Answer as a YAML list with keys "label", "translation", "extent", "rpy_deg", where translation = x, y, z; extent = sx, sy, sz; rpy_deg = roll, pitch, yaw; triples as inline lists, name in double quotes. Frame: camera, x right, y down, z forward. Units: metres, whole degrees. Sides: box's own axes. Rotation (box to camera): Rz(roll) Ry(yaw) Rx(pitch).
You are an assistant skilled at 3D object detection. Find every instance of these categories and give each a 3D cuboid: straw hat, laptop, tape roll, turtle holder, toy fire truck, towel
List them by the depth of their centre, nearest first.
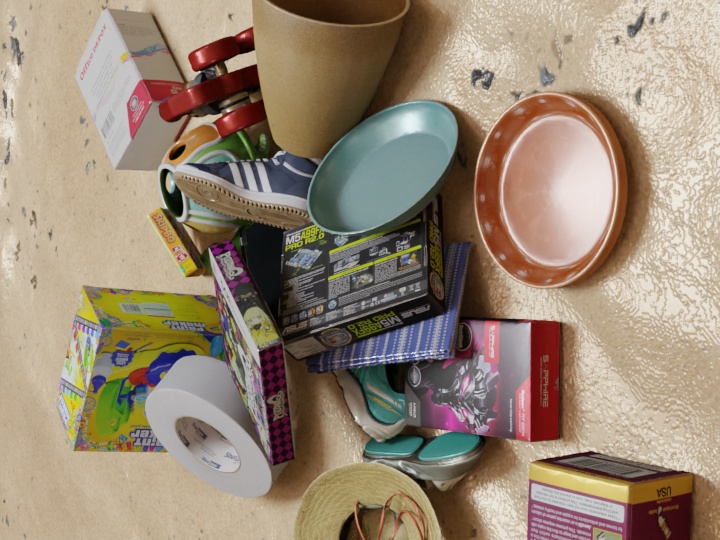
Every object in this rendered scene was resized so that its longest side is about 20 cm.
- label: "towel"
  translation: [0.031, 0.044, 1.439]
  extent: [0.198, 0.024, 0.146]
  rpy_deg: [-9, 56, 33]
- label: "straw hat"
  translation: [0.026, 0.313, 1.485]
  extent: [0.199, 0.085, 0.204]
  rpy_deg: [0, 91, 30]
- label: "laptop"
  translation: [-0.089, 0.027, 1.638]
  extent: [0.202, 0.114, 0.189]
  rpy_deg: [90, 171, -46]
- label: "toy fire truck"
  translation: [-0.175, -0.232, 1.641]
  extent: [0.167, 0.199, 0.113]
  rpy_deg: [-17, 100, 46]
- label: "tape roll"
  translation: [-0.183, 0.206, 1.672]
  extent: [0.198, 0.066, 0.202]
  rpy_deg: [23, 142, 19]
- label: "turtle holder"
  translation: [-0.200, -0.105, 1.708]
  extent: [0.141, 0.131, 0.187]
  rpy_deg: [41, 137, 33]

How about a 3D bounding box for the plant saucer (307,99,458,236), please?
- label: "plant saucer"
  translation: [0.031, -0.108, 1.446]
  extent: [0.198, 0.036, 0.202]
  rpy_deg: [-24, 39, 21]

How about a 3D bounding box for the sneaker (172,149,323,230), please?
- label: "sneaker"
  translation: [-0.130, -0.123, 1.610]
  extent: [0.070, 0.197, 0.110]
  rpy_deg: [88, -159, -63]

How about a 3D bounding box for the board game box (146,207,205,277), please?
- label: "board game box"
  translation: [-0.249, -0.037, 1.761]
  extent: [0.096, 0.030, 0.200]
  rpy_deg: [58, 176, -1]

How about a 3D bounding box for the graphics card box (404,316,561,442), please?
- label: "graphics card box"
  translation: [0.129, 0.114, 1.389]
  extent: [0.199, 0.050, 0.127]
  rpy_deg: [1, 91, 51]

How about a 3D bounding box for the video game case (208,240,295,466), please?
- label: "video game case"
  translation: [-0.126, 0.097, 1.491]
  extent: [0.202, 0.035, 0.182]
  rpy_deg: [88, 160, -44]

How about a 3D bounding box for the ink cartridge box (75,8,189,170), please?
- label: "ink cartridge box"
  translation: [-0.342, -0.272, 1.918]
  extent: [0.148, 0.085, 0.201]
  rpy_deg: [-52, 52, 38]

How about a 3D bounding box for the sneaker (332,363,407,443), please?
- label: "sneaker"
  translation: [0.010, 0.117, 1.532]
  extent: [0.079, 0.078, 0.201]
  rpy_deg: [-36, 51, 7]

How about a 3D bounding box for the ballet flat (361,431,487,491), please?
- label: "ballet flat"
  translation: [0.081, 0.220, 1.455]
  extent: [0.199, 0.067, 0.064]
  rpy_deg: [-8, 112, 51]

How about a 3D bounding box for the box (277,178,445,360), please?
- label: "box"
  translation: [0.000, 0.000, 1.446]
  extent: [0.198, 0.044, 0.162]
  rpy_deg: [-20, 49, 25]

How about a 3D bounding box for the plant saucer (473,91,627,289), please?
- label: "plant saucer"
  translation: [0.197, -0.082, 1.317]
  extent: [0.199, 0.032, 0.203]
  rpy_deg: [4, 95, 50]

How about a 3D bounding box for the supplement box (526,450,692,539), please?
- label: "supplement box"
  translation: [0.237, 0.287, 1.225]
  extent: [0.130, 0.102, 0.203]
  rpy_deg: [6, 95, 49]

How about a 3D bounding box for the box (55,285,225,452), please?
- label: "box"
  translation: [-0.300, 0.140, 1.777]
  extent: [0.122, 0.198, 0.195]
  rpy_deg: [49, 128, 52]

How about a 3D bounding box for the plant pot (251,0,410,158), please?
- label: "plant pot"
  translation: [-0.048, -0.244, 1.516]
  extent: [0.187, 0.185, 0.202]
  rpy_deg: [47, 139, 38]
